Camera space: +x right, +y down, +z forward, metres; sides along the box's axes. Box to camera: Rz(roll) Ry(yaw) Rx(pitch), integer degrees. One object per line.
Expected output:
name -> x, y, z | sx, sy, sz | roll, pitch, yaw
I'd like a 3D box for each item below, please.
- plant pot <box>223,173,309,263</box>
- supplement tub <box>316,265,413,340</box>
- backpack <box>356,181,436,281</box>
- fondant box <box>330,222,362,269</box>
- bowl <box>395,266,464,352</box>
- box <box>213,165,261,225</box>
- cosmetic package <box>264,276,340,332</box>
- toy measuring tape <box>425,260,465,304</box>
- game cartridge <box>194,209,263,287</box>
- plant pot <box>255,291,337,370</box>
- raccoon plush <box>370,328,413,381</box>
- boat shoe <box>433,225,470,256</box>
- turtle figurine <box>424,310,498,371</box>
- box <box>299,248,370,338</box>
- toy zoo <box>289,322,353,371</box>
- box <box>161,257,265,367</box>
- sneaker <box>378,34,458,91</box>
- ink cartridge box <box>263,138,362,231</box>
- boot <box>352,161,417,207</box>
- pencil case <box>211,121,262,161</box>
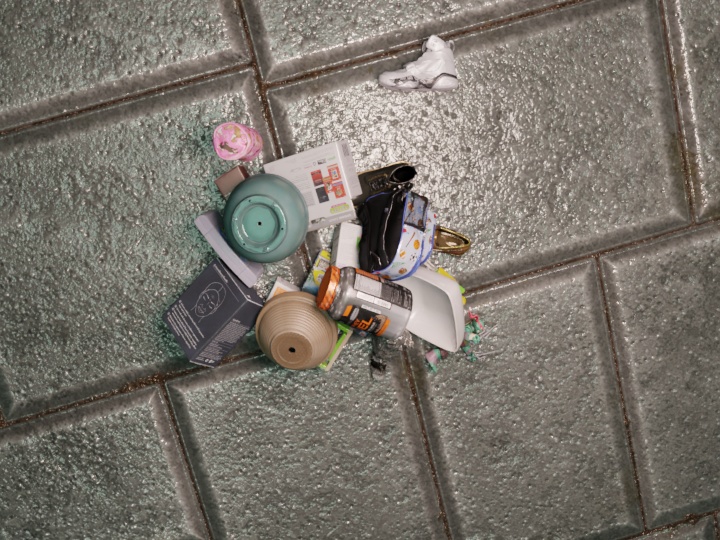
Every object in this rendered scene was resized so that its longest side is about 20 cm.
plant pot -> -0.215, -0.107, 1.296 | 0.194, 0.134, 0.206 | 0, 100, -1
supplement tub -> 0.008, 0.068, 1.306 | 0.196, 0.123, 0.125 | 20, 97, -14
backpack -> 0.076, -0.075, 1.345 | 0.151, 0.198, 0.195 | 23, 72, -26
fondant box -> 0.000, 0.000, 1.418 | 0.141, 0.058, 0.206 | 12, 74, -17
bowl -> 0.172, 0.077, 1.424 | 0.074, 0.197, 0.204 | -38, 132, -30
box -> -0.264, -0.143, 1.406 | 0.074, 0.100, 0.204 | -26, 99, 1
cosmetic package -> -0.144, 0.111, 1.469 | 0.197, 0.071, 0.103 | 28, 96, -8
toy measuring tape -> 0.184, 0.027, 1.480 | 0.199, 0.074, 0.074 | 40, 95, -5
game cartridge -> -0.308, -0.055, 1.400 | 0.040, 0.134, 0.201 | -37, 100, 10
plant pot -> -0.152, 0.159, 1.362 | 0.195, 0.093, 0.206 | 2, 116, 3
raccoon plush -> 0.082, 0.207, 1.455 | 0.094, 0.134, 0.206 | -6, 112, -10
boat shoe -> 0.175, -0.085, 1.452 | 0.194, 0.068, 0.074 | 7, 79, -4
turtle figurine -> 0.258, 0.184, 1.497 | 0.197, 0.150, 0.102 | -32, 57, 4
box -> -0.042, 0.056, 1.448 | 0.197, 0.038, 0.139 | 30, 60, -8
toy zoo -> -0.132, 0.145, 1.420 | 0.197, 0.021, 0.133 | 30, 112, -9
box -> -0.345, 0.101, 1.404 | 0.200, 0.107, 0.149 | -45, 64, 4
sneaker -> 0.136, -0.488, 1.396 | 0.194, 0.075, 0.119 | -2, 99, -9
ink cartridge box -> -0.105, -0.191, 1.385 | 0.195, 0.084, 0.180 | -12, 101, 22
boot -> 0.038, -0.207, 1.398 | 0.197, 0.138, 0.079 | -29, 100, 2
pencil case -> -0.275, -0.288, 1.331 | 0.083, 0.200, 0.087 | 43, 96, -8
